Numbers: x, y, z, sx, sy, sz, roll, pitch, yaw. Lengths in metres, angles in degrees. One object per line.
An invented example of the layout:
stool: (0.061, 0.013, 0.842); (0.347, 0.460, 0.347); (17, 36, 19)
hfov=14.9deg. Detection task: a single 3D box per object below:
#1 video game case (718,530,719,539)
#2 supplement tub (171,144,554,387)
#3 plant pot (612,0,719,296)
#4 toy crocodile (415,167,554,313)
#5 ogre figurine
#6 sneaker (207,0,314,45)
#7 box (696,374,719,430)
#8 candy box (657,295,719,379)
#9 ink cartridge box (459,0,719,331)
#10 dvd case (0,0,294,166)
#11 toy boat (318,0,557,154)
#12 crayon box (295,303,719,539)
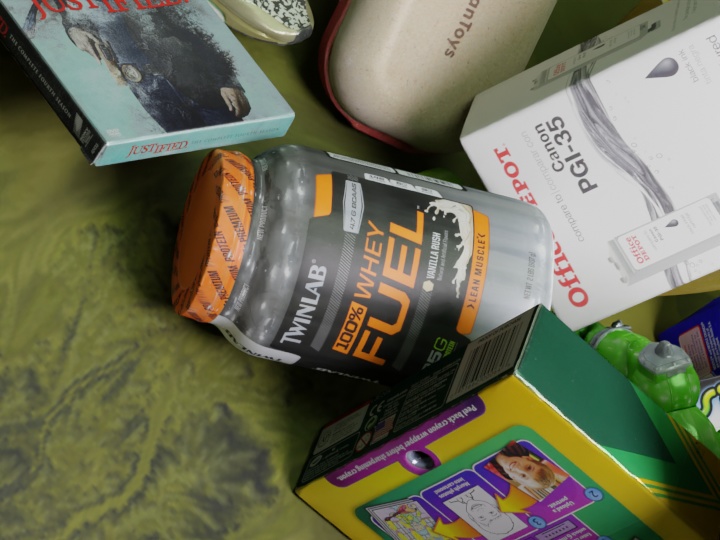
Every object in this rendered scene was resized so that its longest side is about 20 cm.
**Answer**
video game case: (0.213, 0.154, 1.480); (0.143, 0.019, 0.201); (-3, 101, -69)
supplement tub: (0.000, 0.000, 1.561); (0.199, 0.123, 0.123); (12, 58, -16)
plant pot: (0.236, -0.094, 1.804); (0.201, 0.176, 0.200); (56, 43, -2)
toy crocodile: (0.081, 0.026, 1.691); (0.067, 0.062, 0.201); (-37, 99, -47)
ogre figurine: (0.179, 0.122, 1.621); (0.098, 0.120, 0.201); (7, 77, -15)
sneaker: (-0.080, -0.230, 1.661); (0.077, 0.088, 0.201); (-31, 90, -46)
box: (0.248, 0.117, 1.714); (0.199, 0.035, 0.111); (-12, 71, -3)
candy box: (0.308, 0.107, 1.829); (0.199, 0.077, 0.170); (3, 65, -39)
ink cartridge box: (0.180, -0.070, 1.638); (0.147, 0.199, 0.083); (60, 20, -15)
dvd case: (-0.145, -0.143, 1.557); (0.146, 0.022, 0.200); (-11, 53, -44)
toy boat: (0.043, -0.180, 1.724); (0.130, 0.131, 0.201); (23, 96, -31)
crayon box: (0.091, 0.124, 1.536); (0.172, 0.200, 0.058); (40, 48, -18)
